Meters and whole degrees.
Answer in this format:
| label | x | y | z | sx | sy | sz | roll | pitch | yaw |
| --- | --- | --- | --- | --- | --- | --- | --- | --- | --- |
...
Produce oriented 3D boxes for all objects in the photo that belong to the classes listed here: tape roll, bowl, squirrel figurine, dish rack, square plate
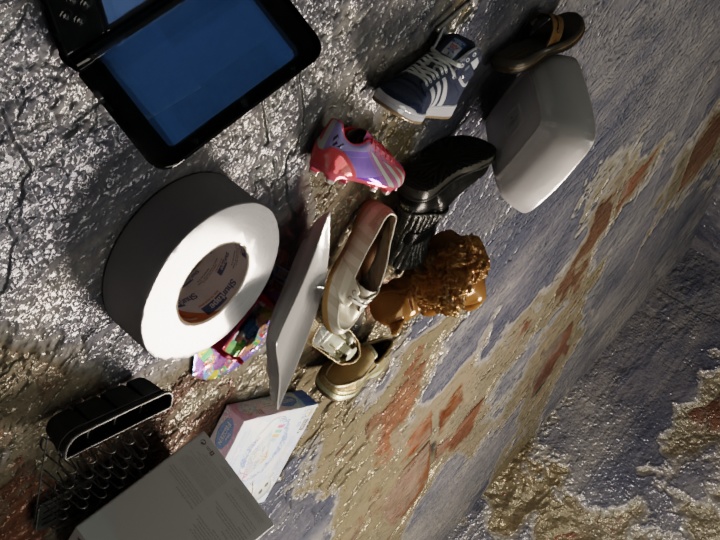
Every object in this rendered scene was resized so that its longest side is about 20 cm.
| label | x | y | z | sx | sy | sz | roll | pitch | yaw |
| --- | --- | --- | --- | --- | --- | --- | --- | --- | --- |
| tape roll | -0.180 | -0.003 | 0.990 | 0.200 | 0.066 | 0.202 | -42 | 152 | -28 |
| bowl | 0.258 | -0.214 | 1.384 | 0.074 | 0.202 | 0.200 | 14 | 140 | -21 |
| squirrel figurine | 0.105 | 0.020 | 1.440 | 0.185 | 0.143 | 0.200 | -23 | 176 | -19 |
| dish rack | -0.306 | 0.223 | 1.061 | 0.153 | 0.054 | 0.202 | -22 | 140 | -49 |
| square plate | -0.083 | 0.052 | 1.180 | 0.201 | 0.028 | 0.200 | 97 | 11 | -58 |

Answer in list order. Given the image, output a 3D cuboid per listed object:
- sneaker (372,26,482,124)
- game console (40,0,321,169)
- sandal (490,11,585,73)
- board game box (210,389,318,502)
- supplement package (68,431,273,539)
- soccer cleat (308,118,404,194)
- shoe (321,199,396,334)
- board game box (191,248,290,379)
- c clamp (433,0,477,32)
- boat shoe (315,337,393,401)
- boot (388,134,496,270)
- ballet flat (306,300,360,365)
| label | x | y | z | sx | sy | sz | roll | pitch | yaw |
| --- | --- | --- | --- | --- | --- | --- | --- | --- | --- |
| sneaker | 0.088 | -0.250 | 1.155 | 0.109 | 0.070 | 0.199 | -60 | 163 | 24 |
| game console | -0.137 | -0.218 | 0.730 | 0.200 | 0.116 | 0.177 | -43 | 153 | -26 |
| sandal | 0.267 | -0.355 | 1.370 | 0.199 | 0.081 | 0.055 | -32 | 126 | -28 |
| board game box | -0.174 | 0.285 | 1.393 | 0.198 | 0.043 | 0.202 | 0 | 122 | -62 |
| supplement package | -0.247 | 0.341 | 1.154 | 0.199 | 0.152 | 0.151 | -34 | 171 | -37 |
| soccer cleat | 0.007 | -0.145 | 1.156 | 0.199 | 0.066 | 0.077 | -2 | 120 | -57 |
| shoe | 0.000 | 0.000 | 1.287 | 0.069 | 0.053 | 0.203 | 12 | 100 | -45 |
| board game box | -0.143 | 0.069 | 1.177 | 0.157 | 0.039 | 0.202 | -31 | 146 | -42 |
| c clamp | 0.152 | -0.413 | 1.115 | 0.171 | 0.027 | 0.201 | -44 | 153 | -25 |
| boat shoe | -0.005 | 0.149 | 1.491 | 0.076 | 0.072 | 0.200 | -52 | 170 | 26 |
| boot | 0.115 | -0.105 | 1.380 | 0.210 | 0.079 | 0.159 | -30 | 143 | -34 |
| ballet flat | -0.042 | 0.097 | 1.367 | 0.071 | 0.065 | 0.200 | -53 | 156 | -1 |
